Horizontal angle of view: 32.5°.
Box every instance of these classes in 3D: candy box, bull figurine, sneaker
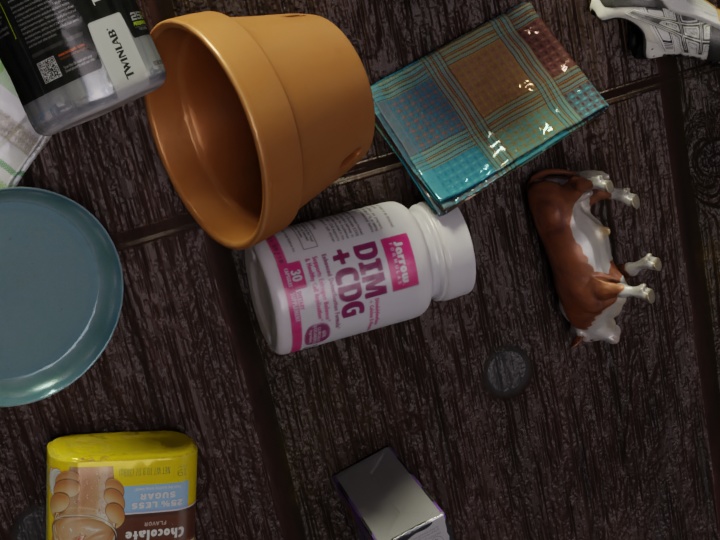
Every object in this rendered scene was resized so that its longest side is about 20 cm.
[{"bbox_3d":[0.058,0.300,1.216,0.071,0.168,0.202,-25,110,-9],"label":"candy box"},{"bbox_3d":[0.233,-0.011,1.239,0.065,0.121,0.202,-39,108,-45],"label":"bull figurine"},{"bbox_3d":[0.314,-0.242,1.241,0.199,0.076,0.088,31,107,-19],"label":"sneaker"}]

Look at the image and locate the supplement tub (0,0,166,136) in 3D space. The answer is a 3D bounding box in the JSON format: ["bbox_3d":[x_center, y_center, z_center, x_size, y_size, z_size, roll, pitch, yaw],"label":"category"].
[{"bbox_3d":[-0.251,-0.223,1.009,0.122,0.122,0.202,-25,100,-11],"label":"supplement tub"}]

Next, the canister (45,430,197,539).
[{"bbox_3d":[-0.225,0.258,1.156,0.147,0.086,0.203,0,101,-19],"label":"canister"}]

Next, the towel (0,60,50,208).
[{"bbox_3d":[-0.352,-0.119,1.057,0.149,0.031,0.201,37,89,-23],"label":"towel"}]

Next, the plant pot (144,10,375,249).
[{"bbox_3d":[-0.082,-0.137,1.070,0.139,0.199,0.202,-25,110,-30],"label":"plant pot"}]

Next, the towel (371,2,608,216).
[{"bbox_3d":[0.116,-0.158,1.167,0.199,0.022,0.147,-31,72,-11],"label":"towel"}]

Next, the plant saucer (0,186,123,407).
[{"bbox_3d":[-0.308,0.022,1.087,0.198,0.027,0.203,-11,112,-28],"label":"plant saucer"}]

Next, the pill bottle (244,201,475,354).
[{"bbox_3d":[0.000,0.000,1.157,0.198,0.113,0.115,-15,107,-15],"label":"pill bottle"}]
